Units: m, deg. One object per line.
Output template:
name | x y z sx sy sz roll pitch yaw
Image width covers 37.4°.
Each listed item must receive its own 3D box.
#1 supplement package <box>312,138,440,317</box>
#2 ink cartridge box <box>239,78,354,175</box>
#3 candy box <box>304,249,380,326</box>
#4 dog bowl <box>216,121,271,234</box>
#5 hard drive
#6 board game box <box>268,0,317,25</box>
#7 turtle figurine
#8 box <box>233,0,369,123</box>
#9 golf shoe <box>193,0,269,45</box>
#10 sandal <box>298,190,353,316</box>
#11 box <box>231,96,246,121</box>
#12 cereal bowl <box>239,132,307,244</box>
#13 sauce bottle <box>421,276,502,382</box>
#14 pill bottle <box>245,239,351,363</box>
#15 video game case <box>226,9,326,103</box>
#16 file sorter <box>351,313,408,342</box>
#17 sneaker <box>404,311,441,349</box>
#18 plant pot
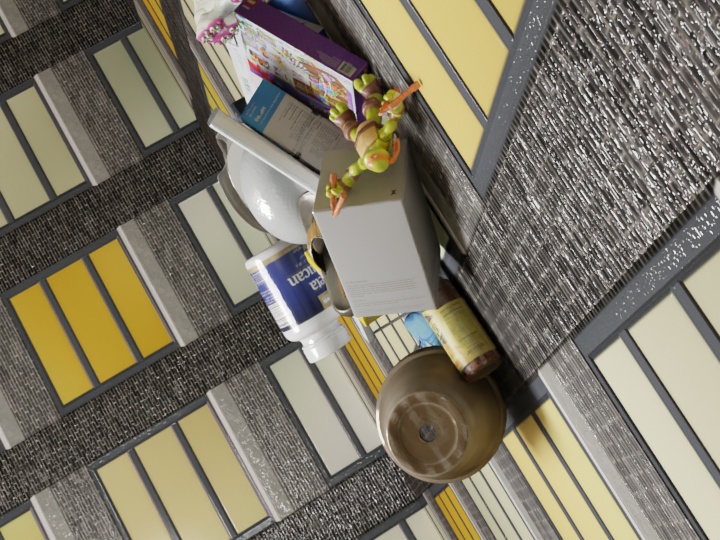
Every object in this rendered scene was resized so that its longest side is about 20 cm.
supplement package | 0.027 -0.053 1.397 0.121 0.119 0.201 -81 -21 -43
ink cartridge box | -0.067 -0.183 1.508 0.199 0.068 0.116 33 -178 -1
candy box | 0.000 0.000 1.625 0.200 0.102 0.027 46 168 47
dog bowl | -0.161 -0.164 1.792 0.199 0.058 0.202 27 134 31
hard drive | -0.122 -0.159 1.480 0.199 0.027 0.132 33 -177 -14
board game box | -0.127 -0.389 1.544 0.158 0.039 0.199 47 155 -13
turtle figurine | 0.017 -0.170 1.286 0.201 0.064 0.162 -58 28 30
box | -0.074 -0.274 1.428 0.199 0.039 0.137 33 162 17
golf shoe | -0.167 -0.393 1.447 0.075 0.199 0.093 0 -115 -50
sandal | -0.048 -0.029 1.558 0.054 0.081 0.203 4 -113 -53
box | -0.135 -0.223 1.936 0.201 0.106 0.149 54 168 41
cereal bowl | -0.086 -0.148 1.663 0.083 0.199 0.202 -21 99 51
sauce bottle | 0.125 0.061 1.511 0.201 0.065 0.066 58 171 23
pill bottle | -0.098 0.046 1.761 0.202 0.110 0.111 60 171 -4
video game case | -0.113 -0.297 1.569 0.180 0.046 0.201 28 154 28
file sorter | 0.003 -0.013 1.764 0.200 0.123 0.140 51 168 48
sneaker | 0.115 0.135 1.704 0.200 0.089 0.079 52 168 47
plant pot | 0.106 0.218 1.515 0.202 0.198 0.173 60 -169 3
